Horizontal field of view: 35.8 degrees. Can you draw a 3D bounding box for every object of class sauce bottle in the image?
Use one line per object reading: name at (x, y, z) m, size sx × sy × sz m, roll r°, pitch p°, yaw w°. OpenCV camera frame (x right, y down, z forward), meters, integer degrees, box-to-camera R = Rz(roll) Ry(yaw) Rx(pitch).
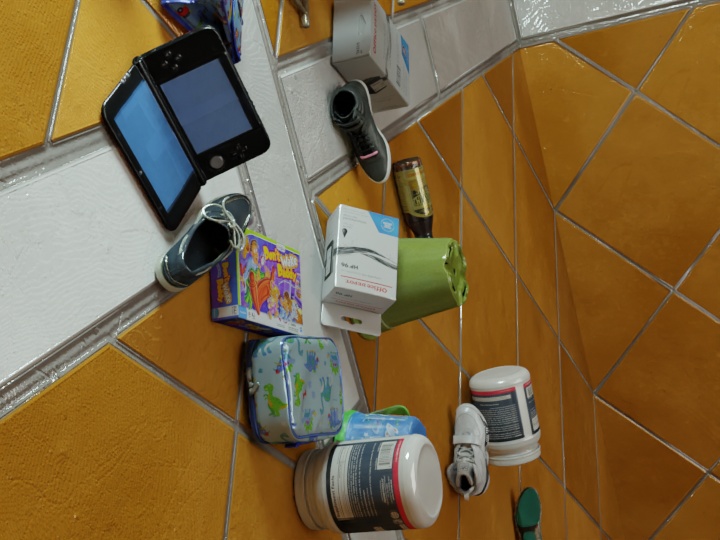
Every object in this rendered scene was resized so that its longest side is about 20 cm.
sauce bottle at (0.118, -0.133, 2.311) m, size 0.066 × 0.066 × 0.201 m, roll -43°, pitch 120°, yaw -64°

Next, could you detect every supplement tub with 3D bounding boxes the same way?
supplement tub at (0.014, 0.327, 1.699) m, size 0.140 × 0.199 × 0.141 m, roll -9°, pitch 90°, yaw -68°
supplement tub at (0.332, 0.329, 2.534) m, size 0.140 × 0.139 × 0.201 m, roll -26°, pitch 106°, yaw -67°

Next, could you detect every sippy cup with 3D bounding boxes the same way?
sippy cup at (0.041, 0.299, 1.869) m, size 0.140 × 0.130 × 0.179 m, roll 44°, pitch 43°, yaw -55°

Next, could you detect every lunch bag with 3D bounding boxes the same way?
lunch bag at (-0.212, -0.403, 1.610) m, size 0.200 × 0.093 × 0.152 m, roll 57°, pitch 29°, yaw -68°
lunch bag at (-0.096, 0.179, 1.645) m, size 0.200 × 0.082 × 0.162 m, roll 10°, pitch 71°, yaw -67°

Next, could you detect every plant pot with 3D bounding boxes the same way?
plant pot at (0.090, 0.015, 2.021) m, size 0.200 × 0.189 × 0.202 m, roll -10°, pitch 90°, yaw -67°

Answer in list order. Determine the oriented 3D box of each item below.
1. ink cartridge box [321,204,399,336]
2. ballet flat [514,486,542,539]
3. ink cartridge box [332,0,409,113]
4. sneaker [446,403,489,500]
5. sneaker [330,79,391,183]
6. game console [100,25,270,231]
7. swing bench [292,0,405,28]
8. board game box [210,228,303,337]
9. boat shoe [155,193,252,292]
ink cartridge box at (0.000, 0.000, 1.893) m, size 0.115 × 0.068 × 0.201 m, roll 12°, pitch 62°, yaw -18°
ballet flat at (0.413, 0.636, 2.754) m, size 0.064 × 0.075 × 0.202 m, roll 136°, pitch -47°, yaw -79°
ink cartridge box at (0.022, -0.420, 2.162) m, size 0.200 × 0.083 × 0.146 m, roll 41°, pitch 45°, yaw -58°
sneaker at (0.228, 0.388, 2.363) m, size 0.115 × 0.075 × 0.201 m, roll -9°, pitch 93°, yaw -71°
sneaker at (-0.005, -0.253, 2.059) m, size 0.099 × 0.070 × 0.201 m, roll -27°, pitch 100°, yaw -65°
game console at (-0.220, -0.185, 1.447) m, size 0.119 × 0.171 × 0.201 m, roll -114°, pitch 179°, yaw -55°
swing bench at (-0.031, -0.554, 1.932) m, size 0.130 × 0.198 × 0.201 m, roll 48°, pitch 39°, yaw -53°
board game box at (-0.150, 0.020, 1.624) m, size 0.200 × 0.044 × 0.135 m, roll 24°, pitch 60°, yaw -64°
boat shoe at (-0.194, -0.047, 1.467) m, size 0.075 × 0.062 × 0.200 m, roll 56°, pitch 42°, yaw -11°
